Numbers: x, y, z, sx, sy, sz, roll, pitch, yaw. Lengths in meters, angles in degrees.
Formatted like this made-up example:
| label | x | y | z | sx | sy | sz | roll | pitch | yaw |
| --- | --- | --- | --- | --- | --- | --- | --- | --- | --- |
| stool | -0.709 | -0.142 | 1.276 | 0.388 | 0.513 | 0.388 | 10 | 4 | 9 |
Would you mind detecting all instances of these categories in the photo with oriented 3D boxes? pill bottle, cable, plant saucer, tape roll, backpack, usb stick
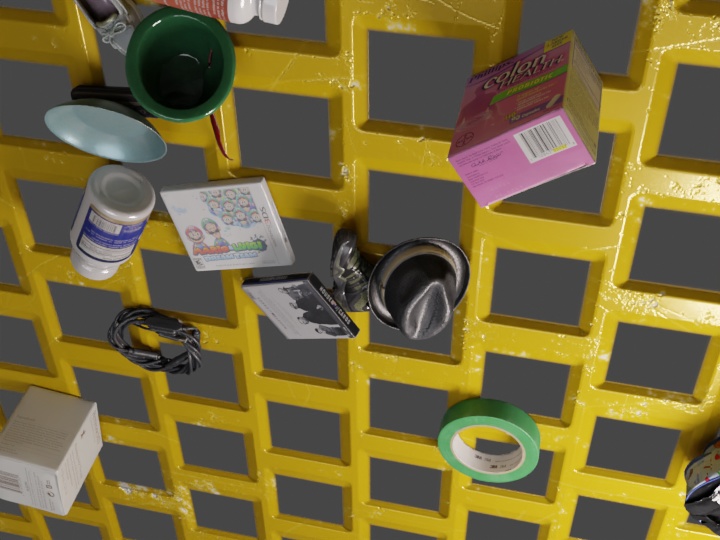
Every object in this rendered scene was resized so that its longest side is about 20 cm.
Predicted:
| label | x | y | z | sx | sy | sz | roll | pitch | yaw |
| --- | --- | --- | --- | --- | --- | --- | --- | --- | --- |
| pill bottle | -0.445 | -0.078 | 1.760 | 0.119 | 0.120 | 0.200 | 28 | 134 | -9 |
| cable | -0.411 | 0.145 | 2.009 | 0.198 | 0.051 | 0.164 | 7 | 138 | 8 |
| plant saucer | -0.410 | -0.236 | 1.629 | 0.199 | 0.039 | 0.201 | 9 | 161 | 3 |
| tape roll | 0.253 | 0.336 | 1.966 | 0.198 | 0.048 | 0.202 | 9 | 133 | 9 |
| backpack | 0.684 | 0.388 | 1.808 | 0.190 | 0.155 | 0.200 | -36 | 107 | 30 |
| pill bottle | -0.199 | -0.409 | 1.389 | 0.198 | 0.113 | 0.113 | 16 | 134 | 3 |
| usb stick | -0.373 | -0.273 | 1.622 | 0.198 | 0.033 | 0.056 | 4 | 140 | 13 |

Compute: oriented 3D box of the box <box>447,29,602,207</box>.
| label | x | y | z | sx | sy | sz | roll | pitch | yaw |
| --- | --- | --- | --- | --- | --- | --- | --- | --- | --- |
| box | 0.230 | -0.210 | 1.374 | 0.175 | 0.201 | 0.097 | -20 | 123 | 32 |

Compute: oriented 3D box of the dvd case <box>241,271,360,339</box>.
| label | x | y | z | sx | sy | sz | roll | pitch | yaw |
| --- | --- | --- | --- | --- | --- | --- | --- | --- | --- |
| dvd case | -0.111 | 0.067 | 1.810 | 0.199 | 0.025 | 0.151 | -4 | 133 | 48 |

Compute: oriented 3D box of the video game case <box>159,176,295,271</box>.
| label | x | y | z | sx | sy | sz | roll | pitch | yaw |
| --- | --- | --- | --- | --- | --- | --- | --- | --- | --- |
| video game case | -0.233 | -0.078 | 1.760 | 0.198 | 0.024 | 0.183 | -3 | 130 | 20 |

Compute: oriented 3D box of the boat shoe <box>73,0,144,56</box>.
| label | x | y | z | sx | sy | sz | roll | pitch | yaw |
| --- | --- | --- | --- | --- | --- | --- | --- | --- | --- |
| boat shoe | -0.390 | -0.397 | 1.492 | 0.074 | 0.065 | 0.203 | -13 | 126 | 27 |

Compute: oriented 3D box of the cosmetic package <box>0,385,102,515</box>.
| label | x | y | z | sx | sy | sz | roll | pitch | yaw |
| --- | --- | --- | --- | --- | --- | --- | --- | --- | --- |
| cosmetic package | -0.692 | 0.396 | 2.210 | 0.164 | 0.201 | 0.168 | 13 | 134 | 6 |

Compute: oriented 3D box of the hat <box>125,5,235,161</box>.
| label | x | y | z | sx | sy | sz | roll | pitch | yaw |
| --- | --- | --- | --- | --- | --- | --- | --- | --- | --- |
| hat | -0.275 | -0.292 | 1.569 | 0.164 | 0.203 | 0.176 | 4 | 177 | -5 |

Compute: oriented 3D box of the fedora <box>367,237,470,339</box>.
| label | x | y | z | sx | sy | sz | roll | pitch | yaw |
| --- | --- | --- | --- | --- | --- | --- | --- | --- | --- |
| fedora | 0.106 | 0.045 | 1.681 | 0.198 | 0.092 | 0.202 | -6 | 130 | -7 |

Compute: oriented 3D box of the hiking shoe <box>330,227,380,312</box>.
| label | x | y | z | sx | sy | sz | roll | pitch | yaw |
| --- | --- | --- | --- | --- | --- | --- | --- | --- | --- |
| hiking shoe | 0.000 | 0.000 | 1.735 | 0.099 | 0.076 | 0.201 | 3 | 141 | 3 |
